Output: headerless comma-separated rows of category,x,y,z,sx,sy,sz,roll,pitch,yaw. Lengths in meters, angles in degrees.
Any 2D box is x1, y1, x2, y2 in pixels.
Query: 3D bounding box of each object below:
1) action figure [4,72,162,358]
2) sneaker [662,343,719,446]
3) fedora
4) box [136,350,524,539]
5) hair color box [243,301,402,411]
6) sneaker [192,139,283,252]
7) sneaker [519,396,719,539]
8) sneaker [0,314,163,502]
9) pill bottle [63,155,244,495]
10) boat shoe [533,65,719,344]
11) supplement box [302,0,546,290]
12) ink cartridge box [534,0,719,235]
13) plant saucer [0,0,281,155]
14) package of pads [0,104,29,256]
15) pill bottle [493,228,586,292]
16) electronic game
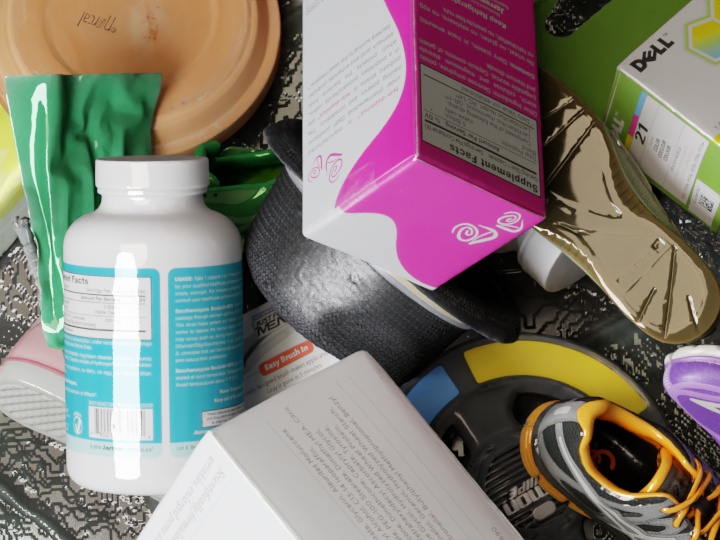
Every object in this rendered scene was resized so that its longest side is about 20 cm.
action figure,-0.177,-0.024,1.616,0.055,0.118,0.201,3,95,54
sneaker,0.247,0.124,1.481,0.200,0.081,0.083,46,64,-5
fedora,0.000,0.000,1.561,0.201,0.200,0.092,45,104,20
box,-0.019,0.193,1.482,0.200,0.131,0.199,50,137,14
hair color box,-0.015,0.112,1.638,0.111,0.064,0.201,-27,76,15
sneaker,-0.104,-0.043,1.669,0.199,0.084,0.074,-23,34,8
sneaker,0.188,0.141,1.519,0.200,0.077,0.078,31,69,-3
sneaker,-0.135,0.084,1.681,0.200,0.075,0.105,28,51,-2
pill bottle,-0.126,0.031,1.560,0.110,0.111,0.201,3,96,21
boat shoe,0.140,-0.038,1.505,0.073,0.063,0.201,-44,78,6
supplement box,0.034,-0.107,1.459,0.101,0.103,0.201,-32,45,41
ink cartridge box,0.192,-0.139,1.538,0.200,0.076,0.148,39,61,18
plant saucer,-0.152,-0.162,1.691,0.200,0.032,0.201,1,65,-1
package of pads,-0.267,-0.109,1.760,0.200,0.068,0.155,-47,72,9
pill bottle,0.079,-0.085,1.598,0.112,0.112,0.200,-47,71,10
electronic game,0.101,0.135,1.565,0.199,0.042,0.201,1,73,-4
